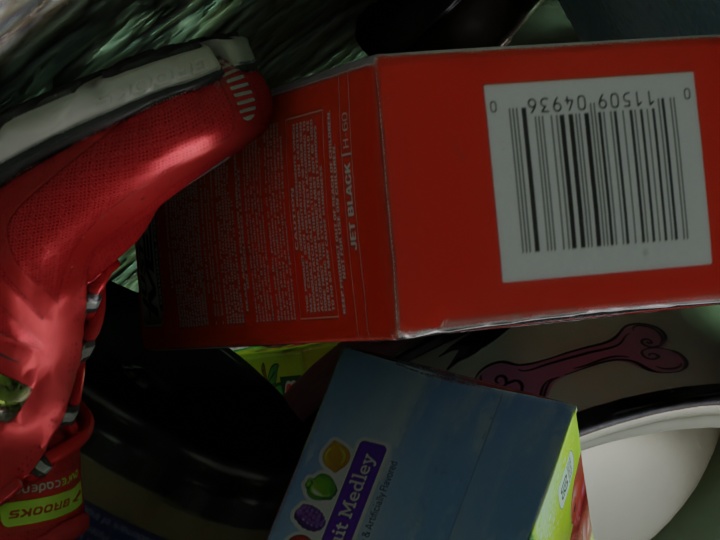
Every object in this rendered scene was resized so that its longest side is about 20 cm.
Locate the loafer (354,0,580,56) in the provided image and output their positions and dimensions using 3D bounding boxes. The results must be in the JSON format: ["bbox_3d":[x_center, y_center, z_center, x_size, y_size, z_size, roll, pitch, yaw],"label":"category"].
[{"bbox_3d":[0.065,-0.076,0.857,0.073,0.072,0.200,-41,173,25],"label":"loafer"}]

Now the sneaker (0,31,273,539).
[{"bbox_3d":[-0.083,0.021,0.675,0.200,0.085,0.077,-41,173,25],"label":"sneaker"}]

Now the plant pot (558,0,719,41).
[{"bbox_3d":[0.146,-0.093,0.712,0.195,0.197,0.200,-35,-169,-23],"label":"plant pot"}]

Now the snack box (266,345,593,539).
[{"bbox_3d":[0.008,0.144,0.724,0.200,0.067,0.169,75,33,-56],"label":"snack box"}]

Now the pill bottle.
[{"bbox_3d":[-0.105,0.107,0.804,0.201,0.112,0.112,-58,168,13],"label":"pill bottle"}]

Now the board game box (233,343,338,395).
[{"bbox_3d":[-0.001,0.045,1.008,0.101,0.048,0.200,-10,179,-20],"label":"board game box"}]

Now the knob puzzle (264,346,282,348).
[{"bbox_3d":[0.000,0.000,0.921,0.218,0.031,0.220,-19,-178,1],"label":"knob puzzle"}]

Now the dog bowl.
[{"bbox_3d":[0.052,0.071,0.871,0.199,0.074,0.201,-17,147,-12],"label":"dog bowl"}]

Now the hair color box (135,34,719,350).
[{"bbox_3d":[0.017,-0.015,0.695,0.101,0.062,0.200,-5,180,-19],"label":"hair color box"}]
